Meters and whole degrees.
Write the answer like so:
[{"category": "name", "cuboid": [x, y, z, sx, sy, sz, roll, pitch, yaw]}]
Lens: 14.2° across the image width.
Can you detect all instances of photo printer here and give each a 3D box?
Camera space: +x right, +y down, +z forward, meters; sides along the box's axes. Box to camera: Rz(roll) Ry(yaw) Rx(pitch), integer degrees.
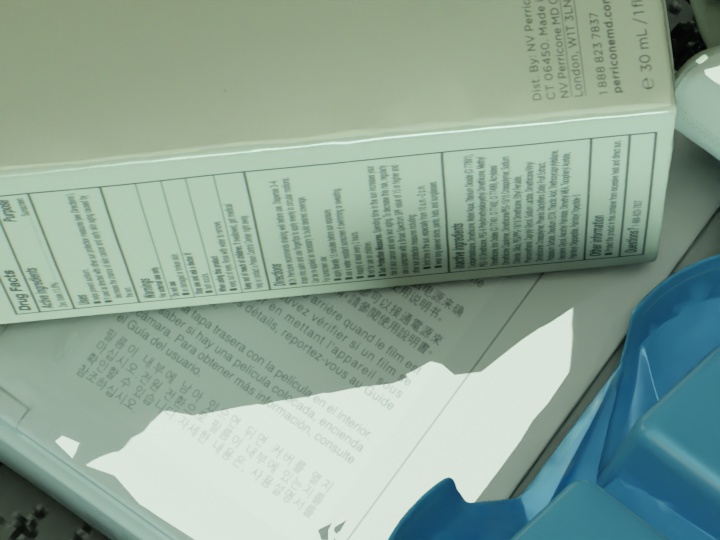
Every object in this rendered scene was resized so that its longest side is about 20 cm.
[{"category": "photo printer", "cuboid": [0.000, 0.000, 0.801, 0.166, 0.069, 0.200, 33, 75, 13]}]

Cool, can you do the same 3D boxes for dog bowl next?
[{"category": "dog bowl", "cuboid": [0.085, 0.076, 0.731, 0.111, 0.050, 0.200, 37, 57, 21]}]

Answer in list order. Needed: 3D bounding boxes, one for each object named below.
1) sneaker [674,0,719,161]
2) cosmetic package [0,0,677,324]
[{"category": "sneaker", "cuboid": [0.134, -0.098, 0.789, 0.088, 0.074, 0.200, 26, 49, -3]}, {"category": "cosmetic package", "cuboid": [-0.025, -0.042, 0.726, 0.199, 0.105, 0.071, -5, 69, 0]}]
